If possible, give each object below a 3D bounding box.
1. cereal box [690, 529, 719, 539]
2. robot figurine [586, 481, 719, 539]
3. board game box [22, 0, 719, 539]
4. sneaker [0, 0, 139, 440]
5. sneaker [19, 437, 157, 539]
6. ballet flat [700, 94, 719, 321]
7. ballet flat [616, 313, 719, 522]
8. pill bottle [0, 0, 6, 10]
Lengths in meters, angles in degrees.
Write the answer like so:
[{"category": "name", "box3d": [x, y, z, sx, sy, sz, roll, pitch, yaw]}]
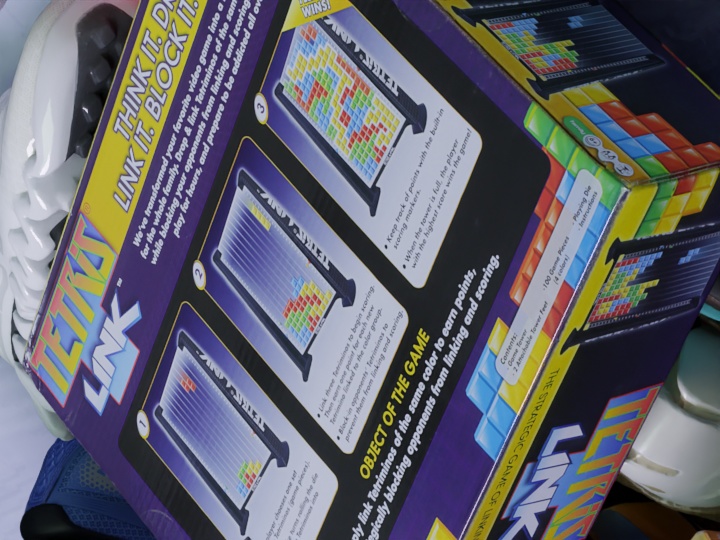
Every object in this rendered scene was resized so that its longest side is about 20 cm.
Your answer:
[{"category": "cereal box", "box3d": [0.140, 0.140, 0.829, 0.199, 0.040, 0.144, 10, 126, -34]}, {"category": "robot figurine", "box3d": [0.045, 0.082, 0.931, 0.200, 0.058, 0.145, 44, 133, -11]}, {"category": "board game box", "box3d": [0.000, 0.000, 0.770, 0.165, 0.057, 0.201, 49, 133, 31]}, {"category": "sneaker", "box3d": [-0.097, -0.024, 0.905, 0.081, 0.075, 0.200, 40, 151, 15]}, {"category": "sneaker", "box3d": [-0.049, 0.132, 1.017, 0.078, 0.089, 0.200, -20, 116, 44]}, {"category": "ballet flat", "box3d": [0.117, -0.004, 0.803, 0.200, 0.068, 0.069, 35, 98, -11]}, {"category": "ballet flat", "box3d": [0.064, 0.018, 0.842, 0.200, 0.072, 0.068, 38, 105, -3]}, {"category": "pill bottle", "box3d": [-0.172, -0.148, 0.812, 0.112, 0.112, 0.201, 4, 131, 29]}]
